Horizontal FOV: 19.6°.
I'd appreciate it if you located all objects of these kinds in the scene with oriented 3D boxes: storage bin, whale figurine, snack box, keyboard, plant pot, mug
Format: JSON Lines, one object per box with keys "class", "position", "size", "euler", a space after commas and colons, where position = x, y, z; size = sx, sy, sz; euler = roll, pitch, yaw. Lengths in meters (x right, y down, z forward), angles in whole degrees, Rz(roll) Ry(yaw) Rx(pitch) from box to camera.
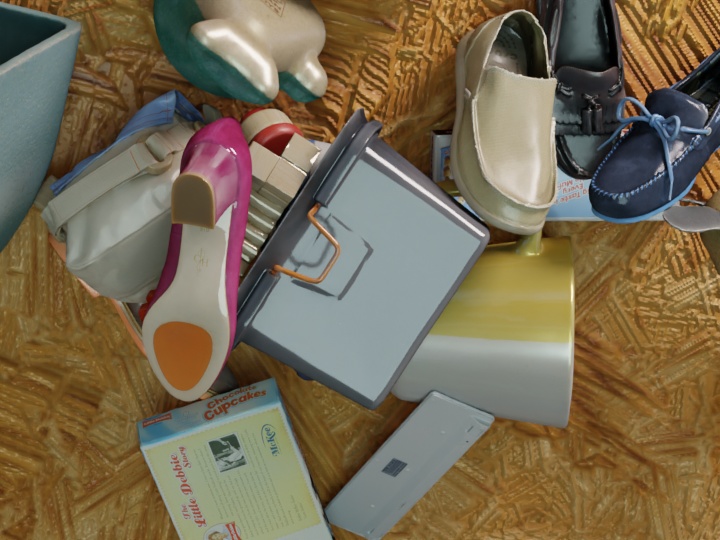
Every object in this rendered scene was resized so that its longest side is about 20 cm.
{"class": "storage bin", "position": [0.000, 0.000, 1.524], "size": [0.134, 0.146, 0.200], "euler": [33, 96, 0]}
{"class": "whale figurine", "position": [-0.098, -0.166, 1.522], "size": [0.159, 0.200, 0.104], "euler": [39, 110, -17]}
{"class": "snack box", "position": [-0.094, 0.186, 1.676], "size": [0.116, 0.037, 0.200], "euler": [-18, 125, 0]}
{"class": "keyboard", "position": [0.034, 0.160, 1.669], "size": [0.056, 0.011, 0.200], "euler": [28, 134, -11]}
{"class": "plant pot", "position": [-0.337, -0.085, 1.513], "size": [0.196, 0.196, 0.200], "euler": [15, 116, 13]}
{"class": "mug", "position": [0.088, 0.028, 1.637], "size": [0.153, 0.149, 0.187], "euler": [1, 83, 3]}
{"class": "snack box", "position": [0.155, -0.076, 1.660], "size": [0.200, 0.024, 0.072], "euler": [0, 106, -5]}

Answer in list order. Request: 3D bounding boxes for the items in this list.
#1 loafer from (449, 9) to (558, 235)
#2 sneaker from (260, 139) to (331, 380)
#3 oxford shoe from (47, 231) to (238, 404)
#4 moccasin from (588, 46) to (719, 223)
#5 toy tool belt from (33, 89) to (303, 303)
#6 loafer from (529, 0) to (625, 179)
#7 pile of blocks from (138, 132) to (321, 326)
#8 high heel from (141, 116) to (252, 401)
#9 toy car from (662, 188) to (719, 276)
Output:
{"class": "loafer", "position": [0.110, -0.117, 1.559], "size": [0.076, 0.200, 0.068], "euler": [9, 143, -21]}
{"class": "sneaker", "position": [-0.037, -0.009, 1.638], "size": [0.082, 0.074, 0.200], "euler": [-8, 107, -4]}
{"class": "oxford shoe", "position": [-0.154, 0.025, 1.639], "size": [0.073, 0.071, 0.200], "euler": [-41, 105, 2]}
{"class": "moccasin", "position": [0.235, -0.113, 1.593], "size": [0.080, 0.200, 0.068], "euler": [20, 138, 30]}
{"class": "toy tool belt", "position": [-0.149, -0.079, 1.562], "size": [0.200, 0.123, 0.125], "euler": [-37, 143, 3]}
{"class": "loafer", "position": [0.169, -0.167, 1.603], "size": [0.072, 0.063, 0.200], "euler": [-6, 98, -8]}
{"class": "pile of blocks", "position": [-0.106, -0.024, 1.518], "size": [0.062, 0.082, 0.200], "euler": [32, 102, -6]}
{"class": "high heel", "position": [-0.109, -0.008, 1.465], "size": [0.067, 0.096, 0.200], "euler": [8, 122, 12]}
{"class": "toy car", "position": [0.307, -0.008, 1.616], "size": [0.200, 0.164, 0.158], "euler": [25, 102, -14]}
